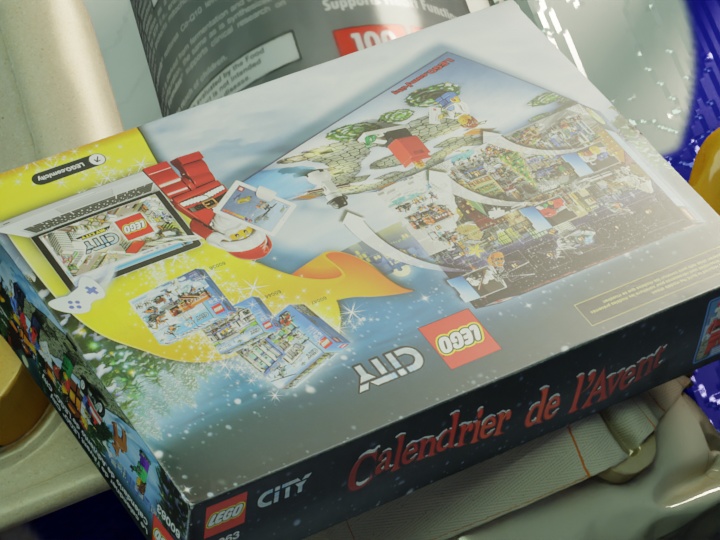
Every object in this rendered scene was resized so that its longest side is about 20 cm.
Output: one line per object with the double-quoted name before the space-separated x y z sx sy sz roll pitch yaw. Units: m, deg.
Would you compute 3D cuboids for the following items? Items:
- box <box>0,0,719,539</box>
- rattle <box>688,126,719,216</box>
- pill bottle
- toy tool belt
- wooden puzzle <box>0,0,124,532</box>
"box" 0.000 0.000 0.825 0.200 0.038 0.137 -21 52 -26
"rattle" 0.121 -0.089 0.951 0.143 0.130 0.200 -46 55 2
"pill bottle" -0.024 -0.099 0.997 0.116 0.116 0.200 -20 58 4
"toy tool belt" 0.062 0.046 0.888 0.200 0.125 0.123 -32 66 -4
"wooden puzzle" -0.165 0.006 0.872 0.199 0.046 0.186 -20 63 2
